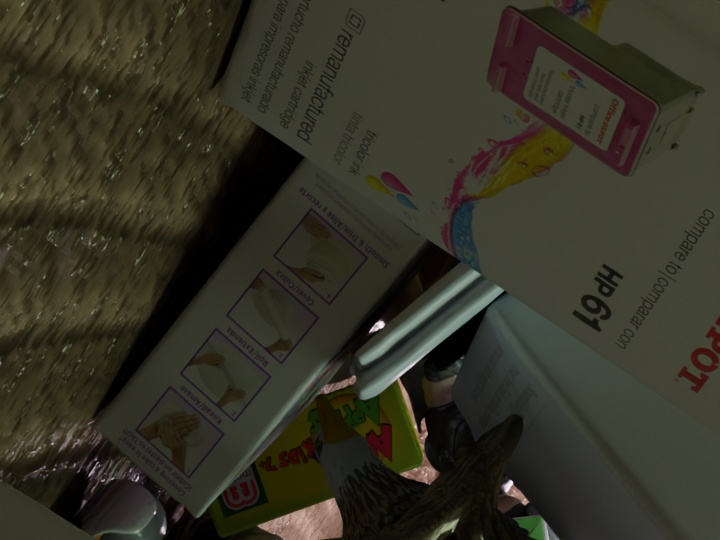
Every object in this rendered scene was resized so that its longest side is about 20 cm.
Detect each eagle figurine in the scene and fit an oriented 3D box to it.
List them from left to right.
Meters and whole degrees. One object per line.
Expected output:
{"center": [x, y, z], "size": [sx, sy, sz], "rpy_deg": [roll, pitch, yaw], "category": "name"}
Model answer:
{"center": [0.011, 0.121, 1.069], "size": [0.200, 0.151, 0.151], "rpy_deg": [125, -29, -64], "category": "eagle figurine"}

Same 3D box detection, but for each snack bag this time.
{"center": [0.068, -0.018, 1.028], "size": [0.188, 0.021, 0.200], "rpy_deg": [-40, 179, -1], "category": "snack bag"}

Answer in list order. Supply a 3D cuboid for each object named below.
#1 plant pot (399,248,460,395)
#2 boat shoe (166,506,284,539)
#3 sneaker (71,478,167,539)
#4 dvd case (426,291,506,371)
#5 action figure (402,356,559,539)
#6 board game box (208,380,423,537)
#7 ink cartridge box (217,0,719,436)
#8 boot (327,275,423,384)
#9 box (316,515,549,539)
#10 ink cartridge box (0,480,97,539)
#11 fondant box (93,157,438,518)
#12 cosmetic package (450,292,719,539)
{"center": [0.053, -0.020, 1.390], "size": [0.200, 0.027, 0.201], "rpy_deg": [-167, -90, -76], "category": "plant pot"}
{"center": [-0.081, 0.167, 1.430], "size": [0.075, 0.073, 0.200], "rpy_deg": [-51, 174, -14], "category": "boat shoe"}
{"center": [-0.113, 0.164, 1.104], "size": [0.078, 0.077, 0.200], "rpy_deg": [-49, 169, -47], "category": "sneaker"}
{"center": [0.112, -0.029, 1.178], "size": [0.200, 0.018, 0.143], "rpy_deg": [-37, -178, 7], "category": "dvd case"}
{"center": [0.075, 0.083, 1.258], "size": [0.069, 0.130, 0.200], "rpy_deg": [-36, -172, -13], "category": "action figure"}
{"center": [-0.023, 0.090, 1.308], "size": [0.101, 0.048, 0.200], "rpy_deg": [-19, 177, 0], "category": "board game box"}
{"center": [0.073, -0.063, 0.789], "size": [0.085, 0.200, 0.145], "rpy_deg": [-53, 173, -37], "category": "ink cartridge box"}
{"center": [0.000, 0.000, 1.229], "size": [0.076, 0.073, 0.200], "rpy_deg": [-67, 170, 11], "category": "boot"}
{"center": [-0.003, 0.188, 1.239], "size": [0.177, 0.199, 0.097], "rpy_deg": [69, 15, -74], "category": "box"}
{"center": [-0.079, 0.192, 0.918], "size": [0.145, 0.200, 0.147], "rpy_deg": [-57, 175, -14], "category": "ink cartridge box"}
{"center": [-0.005, -0.012, 1.022], "size": [0.200, 0.058, 0.144], "rpy_deg": [-52, 176, 23], "category": "fondant box"}
{"center": [0.166, 0.038, 1.047], "size": [0.200, 0.165, 0.165], "rpy_deg": [-36, 170, -11], "category": "cosmetic package"}
